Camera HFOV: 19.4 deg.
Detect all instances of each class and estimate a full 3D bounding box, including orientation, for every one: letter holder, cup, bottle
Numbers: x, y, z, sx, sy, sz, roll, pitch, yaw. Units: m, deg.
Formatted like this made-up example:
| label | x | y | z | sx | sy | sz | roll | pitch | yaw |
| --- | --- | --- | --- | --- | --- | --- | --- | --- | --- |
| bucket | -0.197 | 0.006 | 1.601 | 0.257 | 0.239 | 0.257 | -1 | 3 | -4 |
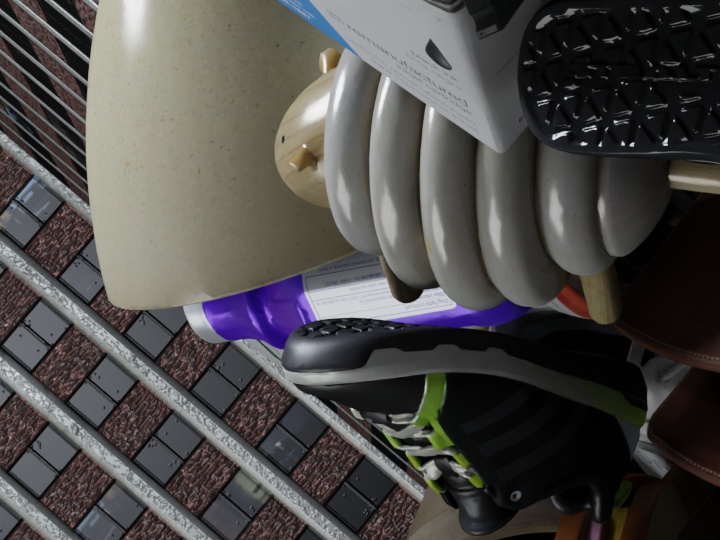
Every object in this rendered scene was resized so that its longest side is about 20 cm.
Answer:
| label | x | y | z | sx | sy | sz | roll | pitch | yaw |
| --- | --- | --- | --- | --- | --- | --- | --- | --- | --- |
| letter holder | 0.168 | 0.052 | 0.795 | 0.100 | 0.142 | 0.200 | 43 | 172 | -16 |
| cup | -0.052 | -0.086 | 1.009 | 0.144 | 0.199 | 0.200 | 70 | 164 | -12 |
| bottle | 0.000 | 0.000 | 1.048 | 0.199 | 0.084 | 0.066 | -10 | 116 | 36 |

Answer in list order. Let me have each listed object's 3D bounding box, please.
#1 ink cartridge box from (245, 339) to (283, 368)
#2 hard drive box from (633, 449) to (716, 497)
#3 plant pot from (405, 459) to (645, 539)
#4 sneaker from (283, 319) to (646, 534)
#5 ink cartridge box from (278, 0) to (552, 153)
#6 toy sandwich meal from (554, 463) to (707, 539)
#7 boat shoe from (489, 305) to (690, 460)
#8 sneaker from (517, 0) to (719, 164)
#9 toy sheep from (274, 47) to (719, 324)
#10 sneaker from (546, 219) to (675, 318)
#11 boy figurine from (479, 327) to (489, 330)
| label | x | y | z | sx | sy | sz | roll | pitch | yaw |
| --- | --- | --- | --- | --- | --- | --- | --- | --- | --- |
| ink cartridge box | 0.005 | -0.001 | 1.242 | 0.084 | 0.146 | 0.200 | 42 | 172 | -23 |
| hard drive box | 0.221 | 0.108 | 1.081 | 0.155 | 0.077 | 0.200 | 31 | 167 | 47 |
| plant pot | 0.106 | 0.167 | 1.208 | 0.200 | 0.199 | 0.174 | 44 | -155 | -23 |
| sneaker | 0.052 | 0.070 | 0.892 | 0.199 | 0.084 | 0.071 | 12 | 175 | -38 |
| ink cartridge box | 0.004 | -0.146 | 0.709 | 0.144 | 0.084 | 0.200 | 36 | 170 | 23 |
| toy sandwich meal | 0.157 | 0.184 | 1.016 | 0.070 | 0.206 | 0.205 | -16 | 131 | 39 |
| boat shoe | 0.146 | 0.050 | 0.985 | 0.199 | 0.074 | 0.065 | 1 | 148 | 37 |
| sneaker | 0.140 | -0.063 | 0.672 | 0.082 | 0.072 | 0.199 | -8 | -161 | -43 |
| toy sheep | 0.058 | -0.045 | 0.838 | 0.198 | 0.139 | 0.138 | 2 | 157 | 19 |
| sneaker | 0.078 | -0.063 | 0.937 | 0.200 | 0.077 | 0.082 | 44 | 144 | -25 |
| boy figurine | 0.080 | 0.025 | 1.123 | 0.199 | 0.125 | 0.064 | 32 | 144 | -20 |
